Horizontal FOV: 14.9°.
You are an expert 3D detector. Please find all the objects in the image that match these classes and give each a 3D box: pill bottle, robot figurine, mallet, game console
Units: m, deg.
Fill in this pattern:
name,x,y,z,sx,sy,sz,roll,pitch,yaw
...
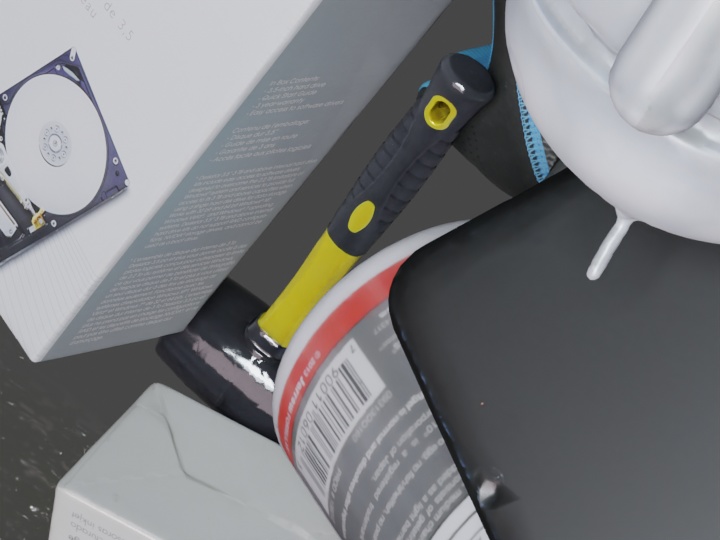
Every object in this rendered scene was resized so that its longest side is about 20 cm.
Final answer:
name,x,y,z,sx,sy,sz,roll,pitch,yaw
pill bottle,0.064,0.086,0.848,0.200,0.116,0.116,54,133,38
robot figurine,0.108,-0.087,0.678,0.113,0.170,0.200,36,124,11
mallet,0.000,0.000,0.913,0.066,0.041,0.200,46,139,-2
game console,0.135,0.052,0.779,0.116,0.176,0.200,-44,61,40

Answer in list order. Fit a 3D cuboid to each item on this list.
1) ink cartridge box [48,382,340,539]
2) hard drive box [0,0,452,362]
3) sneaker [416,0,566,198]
name,x,y,z,sx,sy,sz,roll,pitch,yaw
ink cartridge box,-0.055,0.150,0.997,0.116,0.067,0.200,26,134,14
hard drive box,-0.072,-0.095,0.882,0.156,0.077,0.200,53,125,19
sneaker,0.082,-0.098,0.830,0.082,0.073,0.200,34,123,10
